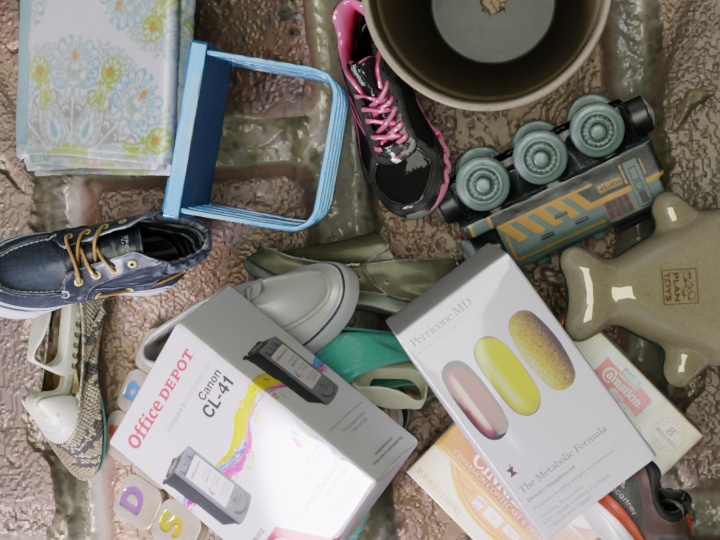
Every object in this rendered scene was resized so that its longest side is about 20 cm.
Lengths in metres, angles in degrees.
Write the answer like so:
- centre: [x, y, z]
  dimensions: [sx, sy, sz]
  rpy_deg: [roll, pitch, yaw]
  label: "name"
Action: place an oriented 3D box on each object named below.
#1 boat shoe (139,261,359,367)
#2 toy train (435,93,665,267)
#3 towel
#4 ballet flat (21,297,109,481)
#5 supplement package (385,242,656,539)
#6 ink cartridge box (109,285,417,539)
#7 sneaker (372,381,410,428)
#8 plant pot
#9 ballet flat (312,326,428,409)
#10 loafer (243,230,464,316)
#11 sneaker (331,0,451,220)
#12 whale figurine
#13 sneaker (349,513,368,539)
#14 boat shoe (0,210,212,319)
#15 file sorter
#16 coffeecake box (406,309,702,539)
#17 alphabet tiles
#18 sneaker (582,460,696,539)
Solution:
- centre: [-0.094, 0.041, 1.622]
  dimensions: [0.199, 0.066, 0.072]
  rpy_deg: [-20, 65, 31]
  label: "boat shoe"
- centre: [0.164, -0.070, 1.662]
  dimensions: [0.199, 0.085, 0.114]
  rpy_deg: [-25, 99, 6]
  label: "toy train"
- centre: [-0.214, -0.178, 1.673]
  dimensions: [0.171, 0.048, 0.201]
  rpy_deg: [3, 92, 32]
  label: "towel"
- centre: [-0.258, 0.083, 1.708]
  dimensions: [0.068, 0.075, 0.201]
  rpy_deg: [6, 94, 38]
  label: "ballet flat"
- centre: [0.123, 0.092, 1.565]
  dimensions: [0.114, 0.110, 0.200]
  rpy_deg: [-37, 96, 0]
  label: "supplement package"
- centre: [-0.079, 0.136, 1.563]
  dimensions: [0.200, 0.086, 0.148]
  rpy_deg: [37, 122, 8]
  label: "ink cartridge box"
- centre: [-0.054, 0.095, 1.690]
  dimensions: [0.199, 0.079, 0.079]
  rpy_deg: [18, 95, 6]
  label: "sneaker"
- centre: [0.105, -0.228, 1.611]
  dimensions: [0.199, 0.174, 0.201]
  rpy_deg: [0, 93, 6]
  label: "plant pot"
- centre: [0.056, 0.083, 1.647]
  dimensions: [0.199, 0.067, 0.071]
  rpy_deg: [-2, 63, -20]
  label: "ballet flat"
- centre: [0.000, 0.000, 1.688]
  dimensions: [0.199, 0.075, 0.070]
  rpy_deg: [11, 88, -4]
  label: "loafer"
- centre: [0.016, -0.139, 1.639]
  dimensions: [0.079, 0.095, 0.201]
  rpy_deg: [-19, 73, 18]
  label: "sneaker"
- centre: [0.248, 0.016, 1.625]
  dimensions: [0.199, 0.104, 0.160]
  rpy_deg: [-4, 88, -18]
  label: "whale figurine"
- centre: [-0.046, 0.201, 1.643]
  dimensions: [0.087, 0.075, 0.201]
  rpy_deg: [-4, 131, -18]
  label: "sneaker"
- centre: [-0.224, -0.012, 1.644]
  dimensions: [0.200, 0.091, 0.071]
  rpy_deg: [-9, 76, -34]
  label: "boat shoe"
- centre: [-0.080, -0.104, 1.624]
  dimensions: [0.122, 0.200, 0.139]
  rpy_deg: [11, 93, 1]
  label: "file sorter"
- centre: [0.164, 0.151, 1.672]
  dimensions: [0.154, 0.073, 0.200]
  rpy_deg: [45, 95, 3]
  label: "coffeecake box"
- centre: [-0.138, 0.136, 1.682]
  dimensions: [0.195, 0.015, 0.201]
  rpy_deg: [28, 96, 35]
  label: "alphabet tiles"
- centre: [0.251, 0.224, 1.624]
  dimensions: [0.082, 0.200, 0.077]
  rpy_deg: [-42, 47, -7]
  label: "sneaker"
